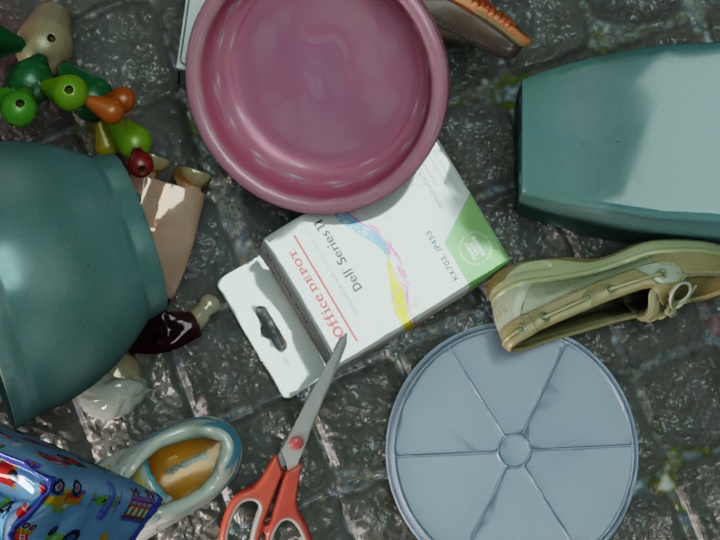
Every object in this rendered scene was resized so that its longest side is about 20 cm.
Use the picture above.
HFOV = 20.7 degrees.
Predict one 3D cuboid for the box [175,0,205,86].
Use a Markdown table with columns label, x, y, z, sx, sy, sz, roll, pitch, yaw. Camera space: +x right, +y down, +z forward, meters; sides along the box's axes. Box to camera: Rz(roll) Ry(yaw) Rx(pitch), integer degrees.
| label | x | y | z | sx | sy | sz | roll | pitch | yaw |
| --- | --- | --- | --- | --- | --- | --- | --- | --- | --- |
| box | -0.040 | -0.190 | 1.546 | 0.198 | 0.060 | 0.118 | 7 | 81 | -5 |

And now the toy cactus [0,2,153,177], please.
| label | x | y | z | sx | sy | sz | roll | pitch | yaw |
| --- | --- | --- | --- | --- | --- | --- | --- | --- | --- |
| toy cactus | -0.242 | -0.143 | 1.482 | 0.198 | 0.166 | 0.103 | 18 | 122 | -11 |

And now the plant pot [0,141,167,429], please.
| label | x | y | z | sx | sy | sz | roll | pitch | yaw |
| --- | --- | --- | --- | --- | --- | --- | --- | --- | --- |
| plant pot | -0.215 | -0.007 | 1.393 | 0.133 | 0.200 | 0.202 | -20 | 84 | -13 |

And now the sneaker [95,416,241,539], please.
| label | x | y | z | sx | sy | sz | roll | pitch | yaw |
| --- | --- | --- | --- | --- | --- | --- | --- | --- | --- |
| sneaker | -0.179 | 0.170 | 1.462 | 0.199 | 0.081 | 0.077 | -34 | 88 | -8 |

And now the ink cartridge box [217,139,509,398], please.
| label | x | y | z | sx | sy | sz | roll | pitch | yaw |
| --- | --- | --- | --- | --- | --- | --- | --- | --- | --- |
| ink cartridge box | 0.000 | 0.000 | 1.518 | 0.199 | 0.067 | 0.118 | -32 | 87 | -10 |

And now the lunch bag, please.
| label | x | y | z | sx | sy | sz | roll | pitch | yaw |
| --- | --- | --- | --- | --- | --- | --- | --- | --- | --- |
| lunch bag | -0.264 | 0.138 | 1.375 | 0.199 | 0.150 | 0.095 | 33 | 93 | 26 |

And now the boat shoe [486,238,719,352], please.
| label | x | y | z | sx | sy | sz | roll | pitch | yaw |
| --- | --- | --- | --- | --- | --- | --- | --- | --- | --- |
| boat shoe | 0.198 | 0.022 | 1.522 | 0.198 | 0.073 | 0.064 | -5 | 62 | -14 |

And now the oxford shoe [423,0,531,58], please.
| label | x | y | z | sx | sy | sz | roll | pitch | yaw |
| --- | --- | --- | --- | --- | --- | --- | --- | --- | --- |
| oxford shoe | 0.031 | -0.195 | 1.498 | 0.198 | 0.071 | 0.074 | 23 | 101 | 1 |

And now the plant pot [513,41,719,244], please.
| label | x | y | z | sx | sy | sz | roll | pitch | yaw |
| --- | --- | --- | --- | --- | --- | --- | --- | --- | --- |
| plant pot | 0.219 | -0.095 | 1.526 | 0.198 | 0.141 | 0.143 | 1 | 81 | 2 |

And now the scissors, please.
| label | x | y | z | sx | sy | sz | roll | pitch | yaw |
| --- | --- | --- | --- | --- | --- | --- | --- | --- | --- |
| scissors | -0.059 | 0.138 | 1.482 | 0.072 | 0.014 | 0.202 | 9 | 106 | -8 |

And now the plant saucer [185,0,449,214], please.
| label | x | y | z | sx | sy | sz | roll | pitch | yaw |
| --- | --- | --- | --- | --- | --- | --- | --- | --- | --- |
| plant saucer | -0.029 | -0.144 | 1.463 | 0.198 | 0.051 | 0.203 | 4 | 109 | 13 |

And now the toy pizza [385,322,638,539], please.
| label | x | y | z | sx | sy | sz | roll | pitch | yaw |
| --- | --- | --- | --- | --- | --- | --- | --- | --- | --- |
| toy pizza | 0.117 | 0.141 | 1.529 | 0.198 | 0.032 | 0.203 | 1 | 81 | -5 |

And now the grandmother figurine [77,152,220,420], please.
| label | x | y | z | sx | sy | sz | roll | pitch | yaw |
| --- | --- | --- | --- | --- | --- | --- | --- | --- | --- |
| grandmother figurine | -0.166 | 0.017 | 1.506 | 0.120 | 0.061 | 0.202 | 18 | 83 | -8 |
